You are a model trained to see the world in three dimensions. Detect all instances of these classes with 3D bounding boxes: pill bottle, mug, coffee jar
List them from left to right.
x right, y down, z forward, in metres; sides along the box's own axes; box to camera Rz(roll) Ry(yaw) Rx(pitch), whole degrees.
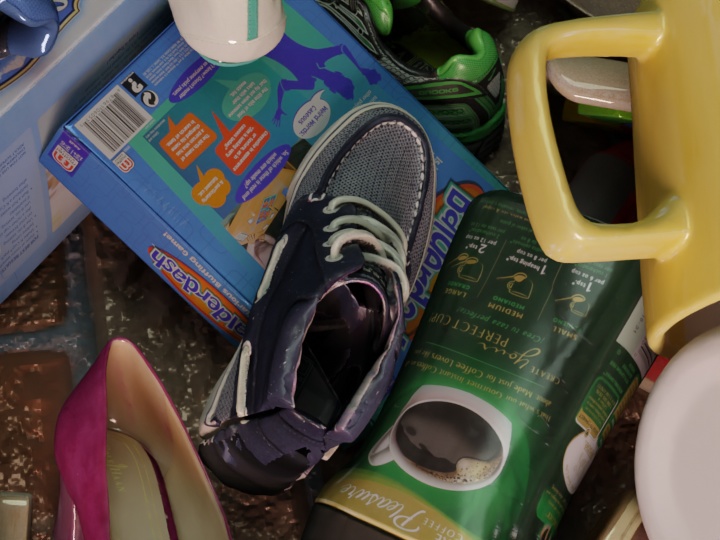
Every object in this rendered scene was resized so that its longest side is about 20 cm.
[{"bbox_3d":[0.054,0.072,0.709,0.104,0.085,0.200,22,73,26],"label":"coffee jar"},{"bbox_3d":[0.163,-0.059,0.642,0.149,0.186,0.154,-19,71,32],"label":"mug"},{"bbox_3d":[0.216,0.079,0.658,0.199,0.116,0.116,4,49,-37],"label":"pill bottle"}]

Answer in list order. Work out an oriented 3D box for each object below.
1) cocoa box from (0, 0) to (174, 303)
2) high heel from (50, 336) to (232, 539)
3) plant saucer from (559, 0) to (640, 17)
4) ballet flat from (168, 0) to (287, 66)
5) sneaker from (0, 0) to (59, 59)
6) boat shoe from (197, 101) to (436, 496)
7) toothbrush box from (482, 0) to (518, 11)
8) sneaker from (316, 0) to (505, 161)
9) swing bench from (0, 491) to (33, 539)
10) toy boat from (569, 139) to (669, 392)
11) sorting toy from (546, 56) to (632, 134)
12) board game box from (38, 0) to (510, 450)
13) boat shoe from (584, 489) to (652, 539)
[{"bbox_3d":[-0.182,-0.099,0.811,0.131,0.134,0.200,30,58,15],"label":"cocoa box"},{"bbox_3d":[-0.075,0.099,0.653,0.067,0.096,0.200,4,14,-38],"label":"high heel"},{"bbox_3d":[0.185,-0.195,0.970,0.200,0.037,0.201,3,55,-4],"label":"plant saucer"},{"bbox_3d":[-0.087,-0.184,0.761,0.069,0.070,0.200,-20,62,-18],"label":"ballet flat"},{"bbox_3d":[-0.215,-0.087,0.678,0.200,0.077,0.085,-31,70,-20],"label":"sneaker"},{"bbox_3d":[0.000,0.000,0.708,0.075,0.093,0.201,28,63,-15],"label":"boat shoe"},{"bbox_3d":[-0.006,-0.222,0.888,0.200,0.146,0.086,24,99,19],"label":"toothbrush box"},{"bbox_3d":[-0.002,-0.141,0.886,0.200,0.085,0.078,31,58,17],"label":"sneaker"},{"bbox_3d":[-0.242,0.132,0.620,0.198,0.200,0.130,3,76,-1],"label":"swing bench"},{"bbox_3d":[0.186,-0.006,0.777,0.200,0.131,0.131,28,57,15],"label":"toy boat"},{"bbox_3d":[0.175,-0.078,0.823,0.184,0.200,0.037,10,98,1],"label":"sorting toy"},{"bbox_3d":[-0.029,-0.038,0.788,0.200,0.045,0.152,44,59,-5],"label":"board game box"},{"bbox_3d":[0.092,0.189,0.650,0.072,0.072,0.201,22,75,5],"label":"boat shoe"}]
